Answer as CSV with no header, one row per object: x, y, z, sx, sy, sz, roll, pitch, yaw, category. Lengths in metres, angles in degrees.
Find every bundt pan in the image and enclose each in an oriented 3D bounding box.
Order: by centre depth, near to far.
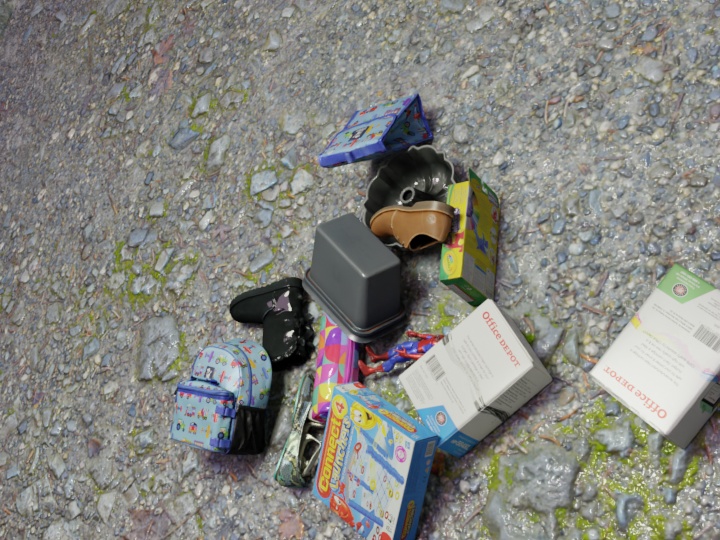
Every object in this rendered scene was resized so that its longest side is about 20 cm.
0.104,-0.120,1.625,0.199,0.075,0.205,-19,56,30,bundt pan

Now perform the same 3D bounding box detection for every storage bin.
0.000,0.000,1.570,0.144,0.136,0.200,-22,49,-28,storage bin

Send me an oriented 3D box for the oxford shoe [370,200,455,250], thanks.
0.076,-0.068,1.502,0.199,0.070,0.073,-6,70,57,oxford shoe

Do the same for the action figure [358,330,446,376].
0.088,0.134,1.516,0.197,0.052,0.066,-14,24,31,action figure

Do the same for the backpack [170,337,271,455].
-0.254,0.226,1.662,0.180,0.133,0.204,10,89,42,backpack

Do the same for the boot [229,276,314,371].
-0.176,0.116,1.733,0.196,0.073,0.165,-21,61,30,boot

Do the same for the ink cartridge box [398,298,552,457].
0.179,0.169,1.406,0.199,0.084,0.147,-41,49,13,ink cartridge box

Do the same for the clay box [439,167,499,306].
0.185,-0.056,1.501,0.047,0.114,0.204,-10,60,34,clay box

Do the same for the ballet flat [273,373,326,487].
-0.094,0.286,1.586,0.073,0.074,0.204,2,71,39,ballet flat

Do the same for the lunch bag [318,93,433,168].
0.021,-0.241,1.677,0.148,0.095,0.200,-9,23,35,lunch bag

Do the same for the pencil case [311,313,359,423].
-0.037,0.174,1.578,0.087,0.088,0.203,-16,57,31,pencil case

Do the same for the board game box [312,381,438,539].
0.019,0.311,1.423,0.194,0.055,0.204,26,111,44,board game box

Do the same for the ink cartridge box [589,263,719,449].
0.437,0.118,1.229,0.201,0.084,0.145,-52,46,3,ink cartridge box
